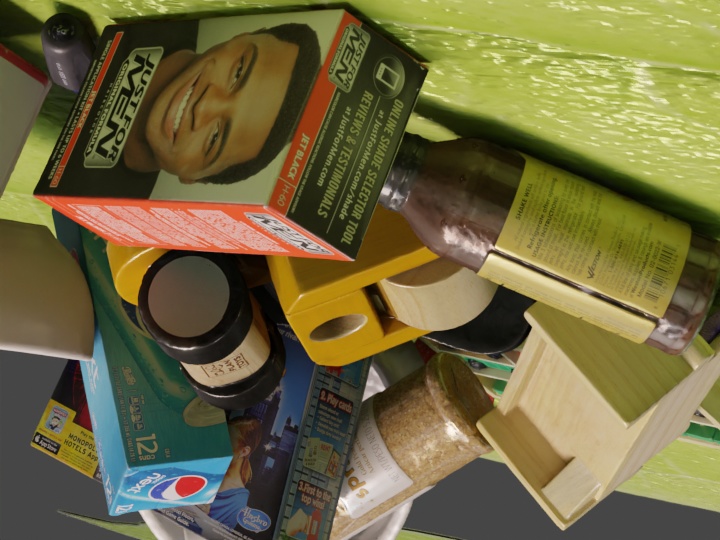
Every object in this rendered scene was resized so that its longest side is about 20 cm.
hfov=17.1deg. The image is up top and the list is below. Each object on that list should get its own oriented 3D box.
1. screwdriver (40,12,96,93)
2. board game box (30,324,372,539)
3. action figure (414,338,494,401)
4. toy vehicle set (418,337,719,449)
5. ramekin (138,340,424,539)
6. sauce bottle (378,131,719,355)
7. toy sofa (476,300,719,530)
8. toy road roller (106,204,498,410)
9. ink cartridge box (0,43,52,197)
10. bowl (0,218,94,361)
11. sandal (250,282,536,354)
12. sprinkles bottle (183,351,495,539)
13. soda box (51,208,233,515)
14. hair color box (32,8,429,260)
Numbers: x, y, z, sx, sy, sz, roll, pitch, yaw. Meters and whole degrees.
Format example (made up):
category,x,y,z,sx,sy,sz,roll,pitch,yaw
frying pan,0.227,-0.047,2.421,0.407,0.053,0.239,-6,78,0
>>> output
category,x,y,z,sx,sy,sz,roll,pitch,yaw
screwdriver,-0.145,-0.096,1.306,0.029,0.028,0.200,-9,165,3
board game box,-0.072,0.055,1.422,0.199,0.201,0.062,23,176,35
action figure,0.061,0.082,1.623,0.065,0.052,0.200,23,164,10
toy vehicle set,0.136,0.061,1.459,0.199,0.027,0.124,11,162,38
ramekin,-0.046,0.100,1.533,0.199,0.202,0.098,19,-163,13
sauce bottle,0.075,-0.025,1.150,0.199,0.065,0.065,24,166,-4
toy sofa,0.135,0.057,1.302,0.083,0.097,0.200,49,162,14
toy road roller,-0.036,-0.027,1.259,0.198,0.147,0.123,-18,160,3
ink cartridge box,-0.286,-0.101,1.281,0.199,0.084,0.145,5,159,48
bowl,-0.250,0.003,1.345,0.198,0.075,0.200,10,177,-19
sandal,0.001,-0.001,1.335,0.199,0.076,0.048,8,178,17
sprinkles bottle,-0.012,0.126,1.440,0.199,0.069,0.068,-33,139,19
soda box,-0.127,0.033,1.371,0.064,0.201,0.068,-6,154,-19
hair color box,-0.066,-0.064,1.137,0.061,0.102,0.199,31,163,-36
